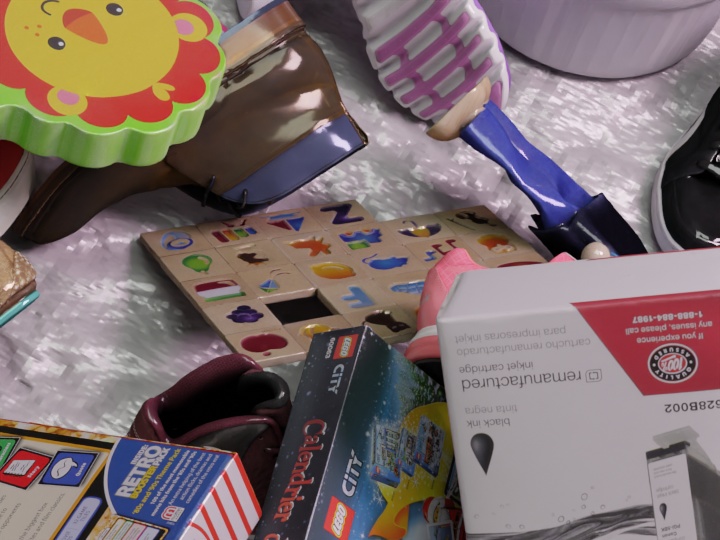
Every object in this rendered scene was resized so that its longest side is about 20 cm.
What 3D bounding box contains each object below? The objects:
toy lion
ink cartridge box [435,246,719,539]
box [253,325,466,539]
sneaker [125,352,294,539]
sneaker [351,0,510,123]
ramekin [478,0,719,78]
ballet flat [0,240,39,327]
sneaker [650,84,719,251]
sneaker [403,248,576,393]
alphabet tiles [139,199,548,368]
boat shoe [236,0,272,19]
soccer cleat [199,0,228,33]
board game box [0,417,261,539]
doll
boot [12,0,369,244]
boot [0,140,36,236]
[{"bbox_3d":[-0.178,-0.121,1.429,0.200,0.069,0.192,-28,65,-37],"label":"toy lion"},{"bbox_3d":[0.124,0.100,1.318,0.146,0.201,0.083,-6,15,12],"label":"ink cartridge box"},{"bbox_3d":[0.007,0.147,1.343,0.137,0.038,0.201,39,55,-36],"label":"box"},{"bbox_3d":[-0.026,0.094,1.395,0.199,0.116,0.076,1,54,-15],"label":"sneaker"},{"bbox_3d":[0.027,-0.178,1.610,0.200,0.080,0.089,53,32,-11],"label":"sneaker"},{"bbox_3d":[0.149,-0.214,1.685,0.200,0.098,0.201,8,52,-10],"label":"ramekin"},{"bbox_3d":[-0.253,0.046,1.381,0.200,0.070,0.065,-41,93,-27],"label":"ballet flat"},{"bbox_3d":[0.235,-0.098,1.614,0.073,0.112,0.200,27,52,6],"label":"sneaker"},{"bbox_3d":[0.124,0.030,1.405,0.199,0.074,0.087,9,61,-7],"label":"sneaker"},{"bbox_3d":[0.000,0.000,1.490,0.199,0.008,0.167,-9,28,-22],"label":"alphabet tiles"},{"bbox_3d":[-0.040,-0.227,1.663,0.067,0.072,0.200,8,45,-8],"label":"boat shoe"},{"bbox_3d":[-0.175,-0.127,1.554,0.199,0.070,0.087,14,60,2],"label":"soccer cleat"},{"bbox_3d":[-0.169,0.141,1.302,0.199,0.046,0.152,7,45,30],"label":"board game box"},{"bbox_3d":[0.124,-0.023,1.540,0.200,0.048,0.136,47,12,-1],"label":"doll"},{"bbox_3d":[-0.091,-0.056,1.504,0.200,0.075,0.097,-39,90,-8],"label":"boot"},{"bbox_3d":[-0.263,-0.059,1.419,0.072,0.145,0.200,11,38,44],"label":"boot"}]
